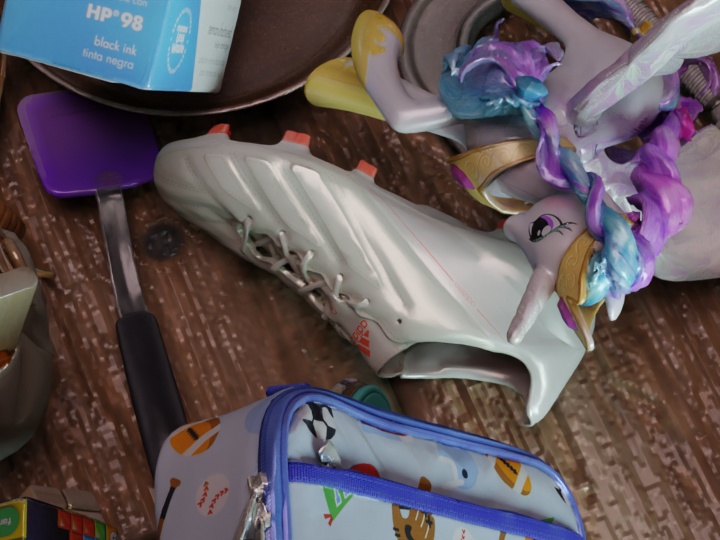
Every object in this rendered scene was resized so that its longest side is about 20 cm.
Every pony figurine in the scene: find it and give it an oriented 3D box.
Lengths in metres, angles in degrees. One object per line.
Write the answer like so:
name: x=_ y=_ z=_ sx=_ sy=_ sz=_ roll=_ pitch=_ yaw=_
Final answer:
pony figurine: x=0.096 y=-0.065 z=0.749 sx=0.192 sy=0.167 sz=0.200 roll=-26 pitch=49 yaw=-16

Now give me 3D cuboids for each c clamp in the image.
c clamp: x=0.110 y=-0.098 z=0.847 sx=0.170 sy=0.027 sz=0.201 roll=-28 pitch=69 yaw=-11

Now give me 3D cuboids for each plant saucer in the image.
plant saucer: x=-0.077 y=-0.152 z=0.868 sx=0.199 sy=0.032 sz=0.201 roll=-1 pitch=65 yaw=1

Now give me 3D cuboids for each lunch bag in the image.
lunch bag: x=0.010 y=0.124 z=0.670 sx=0.075 sy=0.200 sz=0.161 roll=-18 pitch=64 yaw=35

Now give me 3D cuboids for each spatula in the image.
spatula: x=-0.100 y=0.004 z=0.810 sx=0.056 sy=0.021 sz=0.201 roll=-11 pitch=69 yaw=-15

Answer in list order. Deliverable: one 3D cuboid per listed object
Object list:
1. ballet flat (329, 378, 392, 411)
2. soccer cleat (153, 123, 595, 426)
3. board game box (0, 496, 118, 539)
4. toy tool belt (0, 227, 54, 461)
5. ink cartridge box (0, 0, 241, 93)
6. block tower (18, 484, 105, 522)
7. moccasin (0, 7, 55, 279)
ballet flat: x=-0.028 y=0.138 z=0.733 sx=0.071 sy=0.072 sz=0.202 roll=2 pitch=66 yaw=2
soccer cleat: x=0.000 y=0.000 z=0.788 sx=0.199 sy=0.069 sz=0.078 roll=20 pitch=72 yaw=6
board game box: x=-0.179 y=0.183 z=0.670 sx=0.199 sy=0.057 sz=0.166 roll=-17 pitch=63 yaw=27
toy tool belt: x=-0.208 y=0.040 z=0.679 sx=0.199 sy=0.123 sz=0.126 roll=-20 pitch=86 yaw=-7
ink cartridge box: x=-0.076 y=-0.176 z=0.754 sx=0.066 sy=0.116 sz=0.201 roll=15 pitch=97 yaw=8
block tower: x=-0.092 y=0.173 z=0.692 sx=0.058 sy=0.054 sz=0.200 roll=-48 pitch=55 yaw=19
moccasin: x=-0.172 y=-0.019 z=0.794 sx=0.077 sy=0.074 sz=0.203 roll=-4 pitch=66 yaw=4
